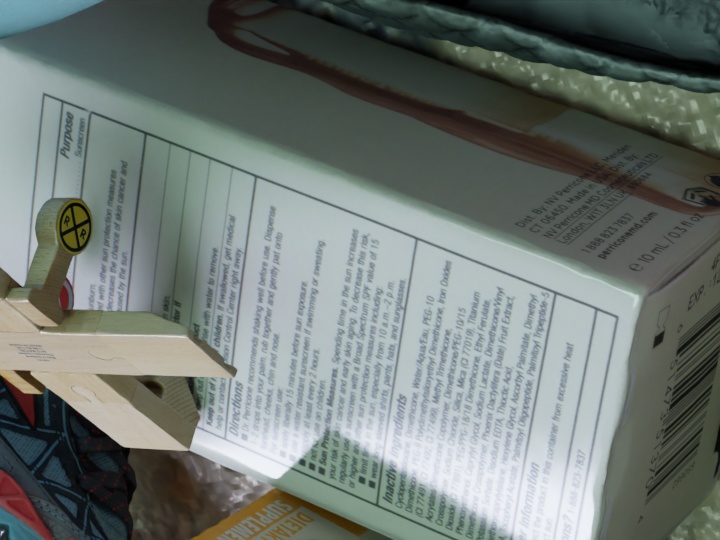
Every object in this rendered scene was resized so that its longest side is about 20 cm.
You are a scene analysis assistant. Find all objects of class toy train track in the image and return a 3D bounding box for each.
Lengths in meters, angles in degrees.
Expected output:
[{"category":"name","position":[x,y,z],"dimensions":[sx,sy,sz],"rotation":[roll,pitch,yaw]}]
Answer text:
[{"category":"toy train track","position":[-0.100,-0.013,0.720],"dimensions":[0.114,0.033,0.200],"rotation":[1,153,34]}]

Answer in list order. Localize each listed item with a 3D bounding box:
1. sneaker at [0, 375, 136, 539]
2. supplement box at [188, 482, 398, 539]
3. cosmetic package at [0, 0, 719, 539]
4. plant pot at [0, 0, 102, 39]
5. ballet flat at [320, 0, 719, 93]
[{"category":"sneaker","position":[-0.098,0.039,0.865],"dimensions":[0.200,0.095,0.079],"rotation":[50,159,18]},{"category":"supplement box","position":[0.054,0.127,0.787],"dimensions":[0.200,0.126,0.074],"rotation":[31,121,19]},{"category":"cosmetic package","position":[0.000,0.000,0.795],"dimensions":[0.200,0.087,0.104],"rotation":[23,122,23]},{"category":"plant pot","position":[-0.125,-0.141,0.699],"dimensions":[0.160,0.201,0.201],"rotation":[10,117,-1]},{"category":"ballet flat","position":[0.070,-0.071,0.740],"dimensions":[0.200,0.057,0.067],"rotation":[7,113,31]}]
